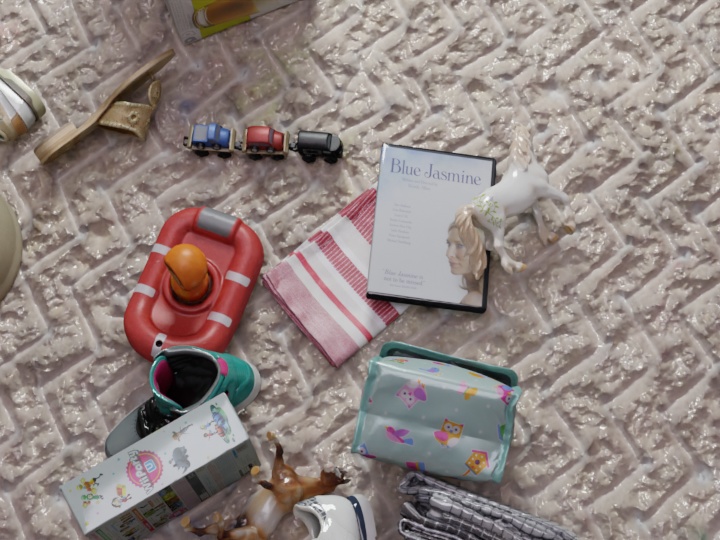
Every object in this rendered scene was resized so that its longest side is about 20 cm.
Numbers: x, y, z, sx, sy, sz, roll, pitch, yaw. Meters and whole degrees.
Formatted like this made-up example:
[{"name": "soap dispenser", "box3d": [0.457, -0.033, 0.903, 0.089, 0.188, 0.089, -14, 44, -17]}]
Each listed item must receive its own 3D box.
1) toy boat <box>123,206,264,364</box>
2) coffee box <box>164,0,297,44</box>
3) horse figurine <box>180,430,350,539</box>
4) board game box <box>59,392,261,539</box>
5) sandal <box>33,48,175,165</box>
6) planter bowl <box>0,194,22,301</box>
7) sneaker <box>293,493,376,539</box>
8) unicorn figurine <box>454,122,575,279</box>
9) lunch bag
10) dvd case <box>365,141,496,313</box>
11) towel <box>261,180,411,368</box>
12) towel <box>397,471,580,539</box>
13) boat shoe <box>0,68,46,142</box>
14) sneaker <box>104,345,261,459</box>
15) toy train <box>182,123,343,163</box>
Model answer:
[{"name": "toy boat", "box3d": [-0.196, 0.012, 1.708, 0.129, 0.131, 0.202, 18, 71, 10]}, {"name": "coffee box", "box3d": [-0.175, -0.441, 1.838, 0.196, 0.200, 0.202, -21, 69, -6]}, {"name": "horse figurine", "box3d": [-0.114, 0.262, 1.629, 0.200, 0.133, 0.050, -47, 53, -6]}, {"name": "board game box", "box3d": [-0.212, 0.224, 1.622, 0.199, 0.148, 0.065, -31, 72, -9]}, {"name": "sandal", "box3d": [-0.294, -0.179, 1.827, 0.211, 0.078, 0.070, -37, 92, -4]}, {"name": "planter bowl", "box3d": [-0.508, -0.045, 1.742, 0.197, 0.135, 0.203, -1, 69, 3]}, {"name": "sneaker", "box3d": [-0.020, 0.337, 1.598, 0.080, 0.077, 0.202, 3, 55, -27]}, {"name": "unicorn figurine", "box3d": [0.185, -0.085, 1.747, 0.200, 0.074, 0.138, -37, 98, -39]}, {"name": "lunch bag", "box3d": [0.084, 0.151, 1.613, 0.168, 0.200, 0.124, 12, 92, 5]}, {"name": "dvd case", "box3d": [0.085, -0.052, 1.763, 0.141, 0.018, 0.202, 7, 65, -2]}, {"name": "towel", "box3d": [0.000, 0.000, 1.762, 0.199, 0.023, 0.144, -40, 74, -12]}, {"name": "towel", "box3d": [0.132, 0.284, 1.575, 0.198, 0.166, 0.087, 20, 84, 11]}, {"name": "boat shoe", "box3d": [-0.483, -0.237, 1.844, 0.199, 0.075, 0.069, 37, 70, 14]}, {"name": "sneaker", "box3d": [-0.215, 0.149, 1.648, 0.199, 0.121, 0.084, -32, 64, 6]}, {"name": "toy train", "box3d": [-0.119, -0.155, 1.812, 0.197, 0.046, 0.035, 3, 69, 4]}]
